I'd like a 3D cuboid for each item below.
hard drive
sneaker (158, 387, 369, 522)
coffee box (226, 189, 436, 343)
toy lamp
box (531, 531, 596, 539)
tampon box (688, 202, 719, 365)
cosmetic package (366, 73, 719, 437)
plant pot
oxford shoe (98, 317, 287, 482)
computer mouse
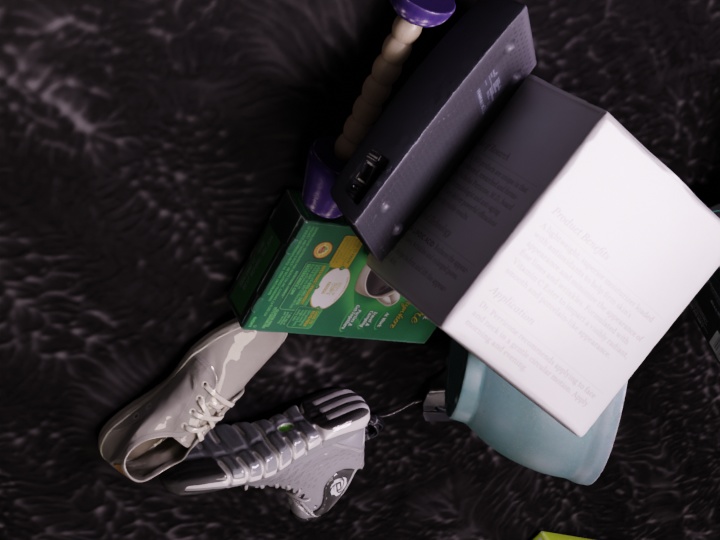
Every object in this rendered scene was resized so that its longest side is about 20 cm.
[{"bbox_3d":[0.055,-0.106,1.278,0.200,0.042,0.135,-52,165,-4],"label":"hard drive"},{"bbox_3d":[-0.079,0.189,1.543,0.199,0.075,0.116,-17,126,-18],"label":"sneaker"},{"bbox_3d":[0.000,0.000,1.427,0.199,0.044,0.123,5,129,-37],"label":"coffee box"},{"bbox_3d":[0.009,-0.124,1.284,0.058,0.058,0.200,1,133,-34],"label":"toy lamp"},{"bbox_3d":[0.242,0.364,1.991,0.200,0.048,0.122,17,123,-44],"label":"box"},{"bbox_3d":[0.414,-0.002,1.593,0.199,0.150,0.126,-22,161,-10],"label":"tampon box"},{"bbox_3d":[0.145,-0.016,1.335,0.165,0.165,0.200,39,90,-27],"label":"cosmetic package"},{"bbox_3d":[0.149,0.081,1.520,0.134,0.201,0.201,8,134,-5],"label":"plant pot"},{"bbox_3d":[-0.135,0.109,1.449,0.200,0.058,0.075,-40,139,9],"label":"oxford shoe"},{"bbox_3d":[0.053,0.133,1.620,0.199,0.034,0.059,-18,141,-16],"label":"computer mouse"}]
